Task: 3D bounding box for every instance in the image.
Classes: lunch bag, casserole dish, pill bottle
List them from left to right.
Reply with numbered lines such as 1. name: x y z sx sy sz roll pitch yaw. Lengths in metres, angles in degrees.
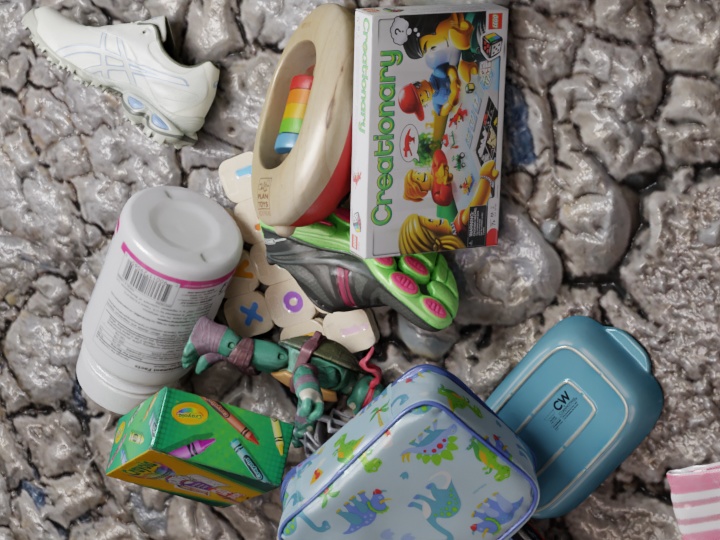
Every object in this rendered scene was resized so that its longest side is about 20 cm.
1. pill bottle: -0.188 0.031 1.710 0.113 0.113 0.201 39 130 15
2. lunch bag: 0.041 0.189 1.557 0.161 0.083 0.200 39 110 -17
3. casserole dish: 0.165 0.130 1.587 0.121 0.039 0.200 45 120 11

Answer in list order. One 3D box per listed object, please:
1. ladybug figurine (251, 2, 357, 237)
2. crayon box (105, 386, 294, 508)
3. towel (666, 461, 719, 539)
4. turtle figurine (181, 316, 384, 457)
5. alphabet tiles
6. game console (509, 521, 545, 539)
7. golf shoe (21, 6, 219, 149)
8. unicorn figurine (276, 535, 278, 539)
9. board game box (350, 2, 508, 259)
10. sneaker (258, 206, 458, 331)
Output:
1. ladybug figurine: -0.033 -0.122 1.581 0.136 0.072 0.201 4 77 62
2. crayon box: -0.145 0.159 1.666 0.200 0.118 0.059 146 139 -68
3. towel: 0.335 0.250 1.527 0.146 0.030 0.201 -10 99 32
4. turtle figurine: -0.053 0.102 1.659 0.199 0.101 0.150 23 157 11
5. alphabet tiles: -0.055 -0.016 1.688 0.195 0.015 0.201 -18 94 33
6. game console: 0.051 0.256 1.634 0.200 0.119 0.173 46 139 11
7. golf shoe: -0.212 -0.198 1.708 0.200 0.078 0.098 35 101 11
8. unicorn figurine: -0.016 0.333 1.723 0.137 0.074 0.201 -18 88 22
9. board game box: 0.055 -0.114 1.536 0.035 0.126 0.201 -149 56 -60
10. sneaker: 0.000 0.000 1.619 0.199 0.077 0.084 29 133 24
